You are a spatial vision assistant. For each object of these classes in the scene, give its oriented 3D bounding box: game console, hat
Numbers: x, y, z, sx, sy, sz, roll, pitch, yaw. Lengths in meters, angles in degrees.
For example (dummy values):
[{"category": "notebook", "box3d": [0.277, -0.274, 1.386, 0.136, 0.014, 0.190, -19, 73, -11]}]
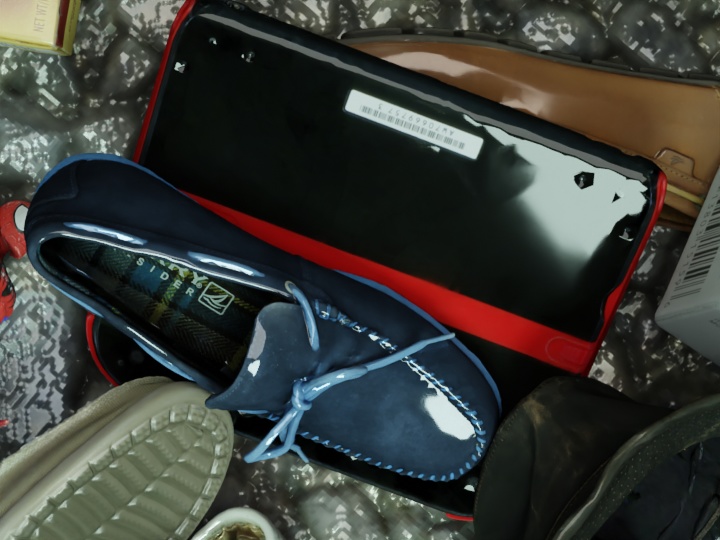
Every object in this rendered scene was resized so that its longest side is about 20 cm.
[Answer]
[{"category": "game console", "box3d": [0.000, 0.000, 0.932, 0.200, 0.031, 0.177, 20, 116, 0]}, {"category": "hat", "box3d": [0.094, 0.086, 0.904, 0.201, 0.201, 0.081, -43, 63, 0]}]

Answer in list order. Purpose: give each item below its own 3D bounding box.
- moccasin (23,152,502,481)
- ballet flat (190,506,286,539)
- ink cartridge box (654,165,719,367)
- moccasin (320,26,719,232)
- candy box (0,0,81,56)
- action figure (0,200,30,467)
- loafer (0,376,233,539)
[{"category": "moccasin", "box3d": [-0.042, 0.032, 0.898, 0.200, 0.068, 0.081, 25, 116, -3]}, {"category": "ballet flat", "box3d": [-0.090, 0.166, 0.906, 0.069, 0.069, 0.200, 39, 57, 1]}, {"category": "ink cartridge box", "box3d": [0.202, -0.068, 0.866, 0.044, 0.173, 0.200, 32, 69, -18]}, {"category": "moccasin", "box3d": [0.052, -0.050, 0.951, 0.201, 0.074, 0.078, 10, 82, -9]}, {"category": "candy box", "box3d": [-0.208, -0.160, 0.958, 0.199, 0.056, 0.117, 9, 90, 2]}, {"category": "action figure", "box3d": [-0.168, 0.043, 0.913, 0.052, 0.200, 0.066, -2, 133, 23]}, {"category": "loafer", "box3d": [-0.138, 0.107, 0.941, 0.200, 0.068, 0.076, -41, 134, 3]}]
